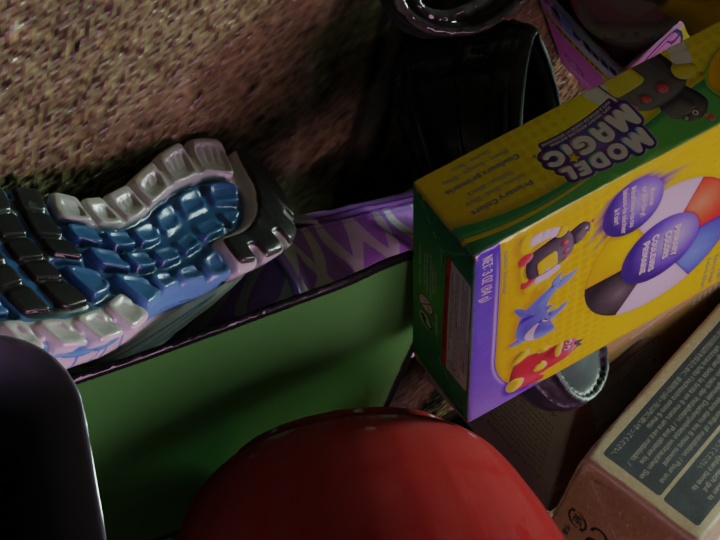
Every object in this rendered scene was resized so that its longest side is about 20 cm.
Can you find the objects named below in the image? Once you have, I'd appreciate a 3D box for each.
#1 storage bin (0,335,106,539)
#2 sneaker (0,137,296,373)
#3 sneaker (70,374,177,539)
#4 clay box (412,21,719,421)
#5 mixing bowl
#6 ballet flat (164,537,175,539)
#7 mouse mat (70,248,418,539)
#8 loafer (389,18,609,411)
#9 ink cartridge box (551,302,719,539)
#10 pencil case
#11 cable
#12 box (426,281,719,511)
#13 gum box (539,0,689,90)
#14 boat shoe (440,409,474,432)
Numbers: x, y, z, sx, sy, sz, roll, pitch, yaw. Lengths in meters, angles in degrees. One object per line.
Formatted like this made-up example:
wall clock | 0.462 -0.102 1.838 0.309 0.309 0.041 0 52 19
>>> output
storage bin | -0.197 0.102 0.876 0.199 0.146 0.134 -6 158 -17
sneaker | -0.109 0.014 0.968 0.200 0.075 0.087 -16 153 -51
sneaker | -0.092 0.069 1.099 0.200 0.075 0.088 -22 152 -45
clay box | 0.114 -0.030 1.032 0.199 0.048 0.115 -27 148 -18
mixing bowl | -0.001 0.124 1.047 0.199 0.109 0.200 -9 155 -4
ballet flat | -0.063 0.134 1.194 0.066 0.067 0.200 -8 -166 11
mouse mat | -0.059 0.063 1.034 0.199 0.008 0.161 -21 152 -30
loafer | 0.074 -0.020 1.101 0.068 0.070 0.201 -57 136 -43
ink cartridge box | 0.155 0.122 1.309 0.165 0.075 0.200 -43 162 -36
pencil case | 0.000 0.000 1.134 0.200 0.084 0.086 -16 110 -53
cable | 0.104 -0.133 1.031 0.199 0.050 0.098 -1 98 -30
box | 0.130 0.008 1.344 0.152 0.106 0.200 -35 158 -20
gum box | 0.177 -0.157 1.155 0.200 0.066 0.114 -42 161 -2
boat shoe | 0.026 0.158 1.492 0.199 0.074 0.066 -47 180 37
